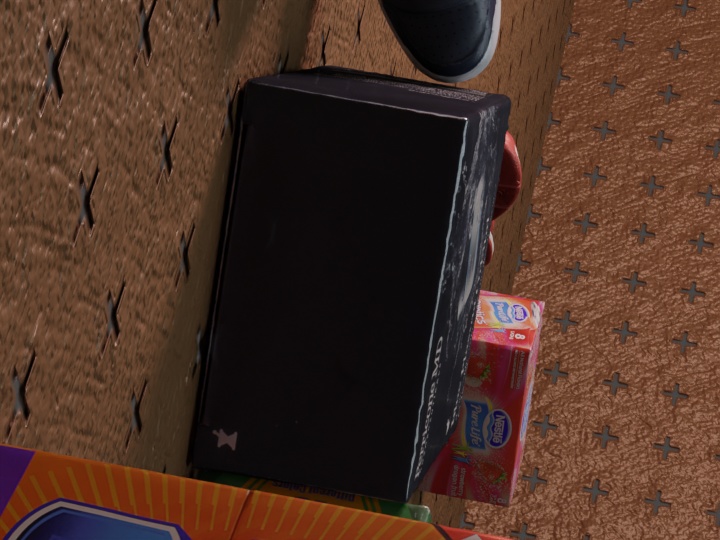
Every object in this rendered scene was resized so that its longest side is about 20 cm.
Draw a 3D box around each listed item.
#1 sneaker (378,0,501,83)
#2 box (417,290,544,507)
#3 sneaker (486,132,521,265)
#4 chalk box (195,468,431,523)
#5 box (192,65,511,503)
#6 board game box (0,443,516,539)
[{"bbox_3d":[0.029,-0.202,1.199,0.108,0.070,0.201,-12,93,-83],"label":"sneaker"},{"bbox_3d":[0.120,0.127,2.240,0.096,0.099,0.200,-68,166,-57],"label":"box"},{"bbox_3d":[0.097,-0.096,1.967,0.200,0.078,0.116,110,-13,-58],"label":"sneaker"},{"bbox_3d":[-0.044,0.219,1.098,0.124,0.124,0.200,91,11,-50],"label":"chalk box"},{"bbox_3d":[0.000,0.000,1.177,0.200,0.117,0.197,-35,135,-77],"label":"box"},{"bbox_3d":[-0.061,0.204,0.689,0.200,0.199,0.200,-69,165,-55],"label":"board game box"}]
